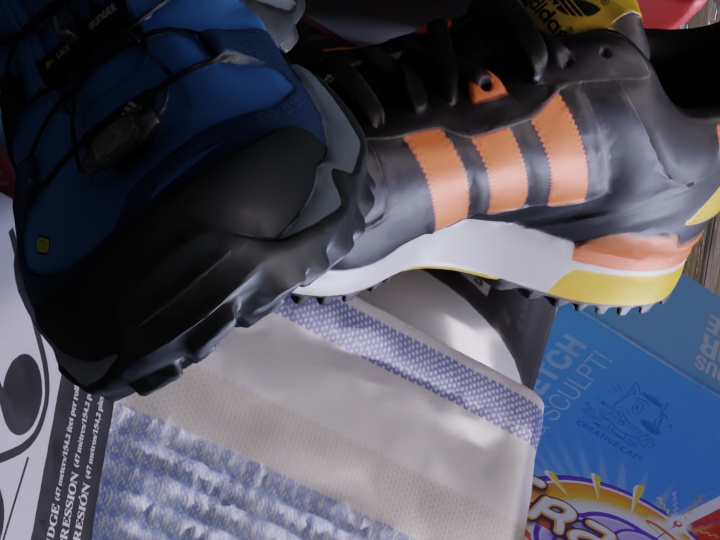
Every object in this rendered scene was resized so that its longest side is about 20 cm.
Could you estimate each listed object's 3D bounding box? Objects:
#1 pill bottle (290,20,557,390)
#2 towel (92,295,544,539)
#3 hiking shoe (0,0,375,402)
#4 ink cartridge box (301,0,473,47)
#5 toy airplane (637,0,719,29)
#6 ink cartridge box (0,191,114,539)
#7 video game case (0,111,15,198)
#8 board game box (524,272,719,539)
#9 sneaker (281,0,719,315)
[{"bbox_3d":[0.000,0.000,0.818,0.116,0.116,0.200,79,23,-47],"label":"pill bottle"},{"bbox_3d":[-0.030,0.092,0.673,0.147,0.024,0.200,26,63,-28],"label":"towel"},{"bbox_3d":[-0.054,-0.044,0.554,0.087,0.074,0.200,50,9,-24],"label":"hiking shoe"},{"bbox_3d":[0.008,-0.172,0.737,0.145,0.083,0.200,22,66,-61],"label":"ink cartridge box"},{"bbox_3d":[0.156,-0.186,1.134,0.200,0.141,0.199,-61,178,-10],"label":"toy airplane"},{"bbox_3d":[-0.099,0.082,0.565,0.094,0.044,0.200,37,60,-63],"label":"ink cartridge box"},{"bbox_3d":[-0.088,-0.124,0.635,0.200,0.017,0.143,68,32,-59],"label":"video game case"},{"bbox_3d":[0.084,0.088,0.933,0.200,0.153,0.040,-52,-171,45],"label":"board game box"},{"bbox_3d":[0.024,-0.044,0.703,0.200,0.070,0.090,5,128,-43],"label":"sneaker"}]
